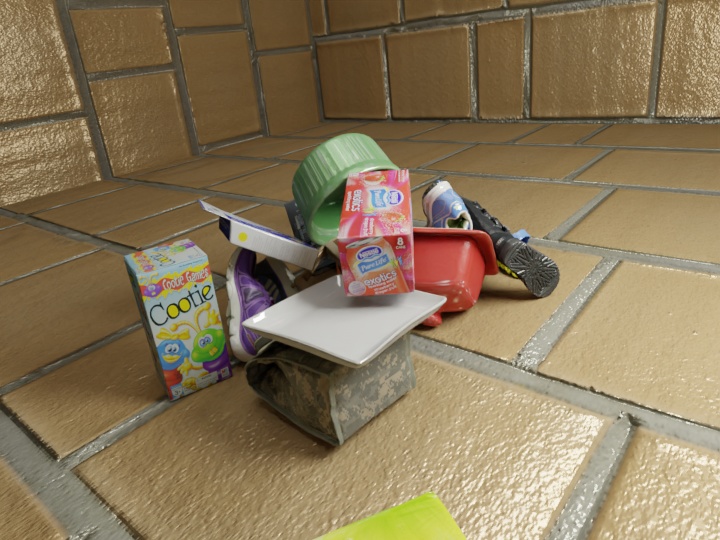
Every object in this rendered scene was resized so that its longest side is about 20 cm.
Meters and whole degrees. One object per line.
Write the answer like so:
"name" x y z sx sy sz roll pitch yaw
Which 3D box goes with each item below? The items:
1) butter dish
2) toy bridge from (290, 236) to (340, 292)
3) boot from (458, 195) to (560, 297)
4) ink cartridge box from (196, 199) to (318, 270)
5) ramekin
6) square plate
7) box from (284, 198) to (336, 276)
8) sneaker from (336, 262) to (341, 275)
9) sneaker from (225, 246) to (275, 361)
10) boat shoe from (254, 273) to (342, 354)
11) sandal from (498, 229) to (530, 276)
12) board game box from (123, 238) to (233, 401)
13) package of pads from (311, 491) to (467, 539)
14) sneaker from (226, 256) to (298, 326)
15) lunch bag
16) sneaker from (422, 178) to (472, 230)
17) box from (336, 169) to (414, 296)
"butter dish" 0.127 0.021 0.918 0.196 0.151 0.200 4 -19 22
"toy bridge" -0.040 -0.025 0.945 0.198 0.027 0.067 -34 51 -18
"boot" 0.263 -0.049 0.996 0.066 0.164 0.200 -48 35 7
"ink cartridge box" -0.188 -0.062 0.927 0.197 0.048 0.197 18 5 -22
"ramekin" -0.026 -0.145 0.951 0.197 0.201 0.099 -19 63 -27
"square plate" -0.018 0.061 0.696 0.195 0.029 0.199 10 24 37
"box" -0.041 -0.099 1.076 0.197 0.160 0.051 -24 -13 13
"sneaker" 0.000 0.000 1.021 0.076 0.114 0.201 -4 23 5
"sneaker" -0.176 0.052 0.904 0.082 0.081 0.204 -10 67 1
"boat shoe" -0.088 0.073 0.857 0.200 0.072 0.061 -31 70 -25
"sandal" 0.283 -0.053 1.104 0.079 0.089 0.198 -24 26 -33
"board game box" -0.275 0.071 0.817 0.102 0.204 0.104 -19 26 -28
"package of pads" 0.011 0.277 0.427 0.196 0.070 0.154 -14 24 -18
"sneaker" -0.168 0.076 0.968 0.146 0.081 0.201 -38 55 3
"lunch bag" -0.047 0.126 0.740 0.198 0.120 0.163 8 24 44
"sneaker" 0.158 -0.069 0.959 0.075 0.201 0.077 -36 56 -6
"box" 0.027 -0.061 0.776 0.097 0.097 0.202 -3 34 6
